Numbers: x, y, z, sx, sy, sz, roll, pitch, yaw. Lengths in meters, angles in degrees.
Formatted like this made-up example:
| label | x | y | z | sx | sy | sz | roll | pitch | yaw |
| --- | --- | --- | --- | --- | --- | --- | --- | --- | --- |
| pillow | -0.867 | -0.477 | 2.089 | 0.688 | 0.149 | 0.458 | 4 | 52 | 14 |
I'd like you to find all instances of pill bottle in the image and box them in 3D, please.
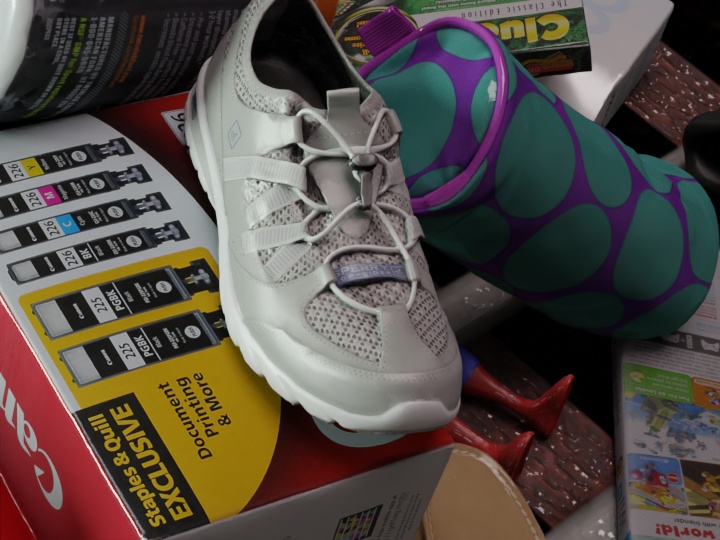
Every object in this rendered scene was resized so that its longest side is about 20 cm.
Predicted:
| label | x | y | z | sx | sy | sz | roll | pitch | yaw |
| --- | --- | --- | --- | --- | --- | --- | --- | --- | --- |
| pill bottle | -0.097 | -0.118 | 0.886 | 0.199 | 0.107 | 0.106 | -9 | 47 | -49 |

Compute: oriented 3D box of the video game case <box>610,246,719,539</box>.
| label | x | y | z | sx | sy | sz | roll | pitch | yaw |
| --- | --- | --- | --- | --- | --- | --- | --- | --- | --- |
| video game case | 0.183 | 0.067 | 0.963 | 0.142 | 0.018 | 0.201 | 13 | 43 | -7 |

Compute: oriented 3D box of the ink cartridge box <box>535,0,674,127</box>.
| label | x | y | z | sx | sy | sz | roll | pitch | yaw |
| --- | --- | --- | --- | --- | --- | --- | --- | --- | --- |
| ink cartridge box | 0.049 | -0.108 | 1.073 | 0.159 | 0.047 | 0.200 | 28 | 42 | 11 |

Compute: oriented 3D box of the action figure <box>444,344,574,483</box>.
| label | x | y | z | sx | sy | sz | roll | pitch | yaw |
| --- | --- | --- | --- | --- | --- | --- | --- | --- | --- |
| action figure | 0.000 | 0.000 | 0.914 | 0.199 | 0.099 | 0.065 | 28 | 42 | 14 |

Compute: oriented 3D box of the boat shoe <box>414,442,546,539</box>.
| label | x | y | z | sx | sy | sz | roll | pitch | yaw |
| --- | --- | --- | --- | --- | --- | --- | --- | --- | --- |
| boat shoe | 0.063 | 0.138 | 0.814 | 0.071 | 0.065 | 0.201 | -3 | 47 | -21 |

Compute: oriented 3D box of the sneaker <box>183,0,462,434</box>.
| label | x | y | z | sx | sy | sz | roll | pitch | yaw |
| --- | --- | --- | --- | --- | --- | --- | --- | --- | --- |
| sneaker | -0.016 | -0.027 | 0.781 | 0.074 | 0.082 | 0.201 | -6 | 49 | -28 |

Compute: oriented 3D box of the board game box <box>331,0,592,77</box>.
| label | x | y | z | sx | sy | sz | roll | pitch | yaw |
| --- | --- | --- | --- | --- | --- | --- | --- | --- | --- |
| board game box | 0.009 | -0.128 | 1.042 | 0.198 | 0.024 | 0.105 | -6 | 48 | 4 |

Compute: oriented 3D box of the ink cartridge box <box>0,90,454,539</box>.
| label | x | y | z | sx | sy | sz | roll | pitch | yaw |
| --- | --- | --- | --- | --- | --- | --- | --- | --- | --- |
| ink cartridge box | -0.094 | 0.040 | 0.807 | 0.175 | 0.084 | 0.200 | -15 | 54 | -31 |

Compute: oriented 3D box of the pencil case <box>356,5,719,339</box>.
| label | x | y | z | sx | sy | sz | roll | pitch | yaw |
| --- | --- | --- | --- | --- | --- | --- | --- | --- | --- |
| pencil case | 0.074 | -0.036 | 0.906 | 0.200 | 0.085 | 0.093 | 28 | 40 | -51 |

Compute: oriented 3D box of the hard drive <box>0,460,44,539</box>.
| label | x | y | z | sx | sy | sz | roll | pitch | yaw |
| --- | --- | --- | --- | --- | --- | --- | --- | --- | --- |
| hard drive | -0.114 | 0.101 | 0.819 | 0.131 | 0.026 | 0.201 | 21 | 43 | 3 |

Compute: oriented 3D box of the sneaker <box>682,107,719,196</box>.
| label | x | y | z | sx | sy | sz | roll | pitch | yaw |
| --- | --- | --- | --- | --- | --- | --- | --- | --- | --- |
| sneaker | 0.224 | -0.027 | 1.026 | 0.084 | 0.075 | 0.200 | -13 | 29 | -17 |
